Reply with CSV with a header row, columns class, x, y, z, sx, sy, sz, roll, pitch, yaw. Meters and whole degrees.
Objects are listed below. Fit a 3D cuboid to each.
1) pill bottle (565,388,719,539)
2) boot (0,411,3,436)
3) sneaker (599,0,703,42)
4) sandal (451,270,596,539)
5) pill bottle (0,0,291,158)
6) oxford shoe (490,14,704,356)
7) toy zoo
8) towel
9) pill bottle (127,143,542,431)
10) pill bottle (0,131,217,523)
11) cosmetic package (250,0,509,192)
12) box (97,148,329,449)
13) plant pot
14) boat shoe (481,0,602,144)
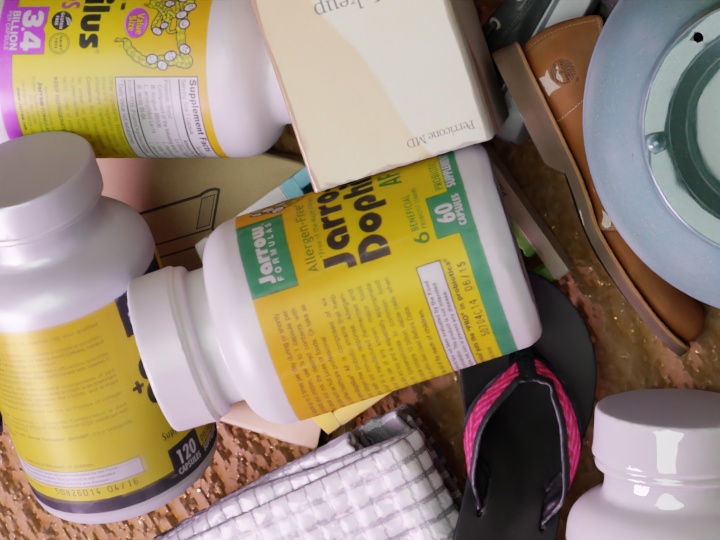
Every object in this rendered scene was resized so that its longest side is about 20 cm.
class,x,y,z,sx,sy,sz,roll,pitch,yaw
pill bottle,0.167,0.170,1.492,0.119,0.120,0.201,5,102,21
boot,-0.232,-0.014,1.599,0.065,0.165,0.201,2,102,-8
sneaker,0.201,-0.077,1.440,0.199,0.074,0.089,29,114,10
sandal,0.085,0.097,1.497,0.075,0.045,0.201,8,79,-1
pill bottle,-0.104,-0.114,1.548,0.199,0.104,0.105,0,100,13
oxford shoe,0.142,-0.042,1.469,0.071,0.071,0.201,-27,116,4
toy zoo,0.000,0.000,1.558,0.200,0.020,0.131,-35,94,17
towel,-0.008,0.182,1.581,0.199,0.086,0.166,-28,92,25
pill bottle,-0.014,0.014,1.466,0.199,0.113,0.113,-18,94,5
pill bottle,-0.155,0.030,1.544,0.111,0.112,0.201,-4,122,22
cosmetic package,-0.003,-0.152,1.438,0.105,0.071,0.201,-18,99,14
box,-0.097,0.001,1.618,0.199,0.021,0.165,16,106,17
plant pot,0.196,-0.070,1.329,0.199,0.134,0.202,1,96,12
boat shoe,0.108,-0.160,1.481,0.056,0.069,0.201,35,113,13
